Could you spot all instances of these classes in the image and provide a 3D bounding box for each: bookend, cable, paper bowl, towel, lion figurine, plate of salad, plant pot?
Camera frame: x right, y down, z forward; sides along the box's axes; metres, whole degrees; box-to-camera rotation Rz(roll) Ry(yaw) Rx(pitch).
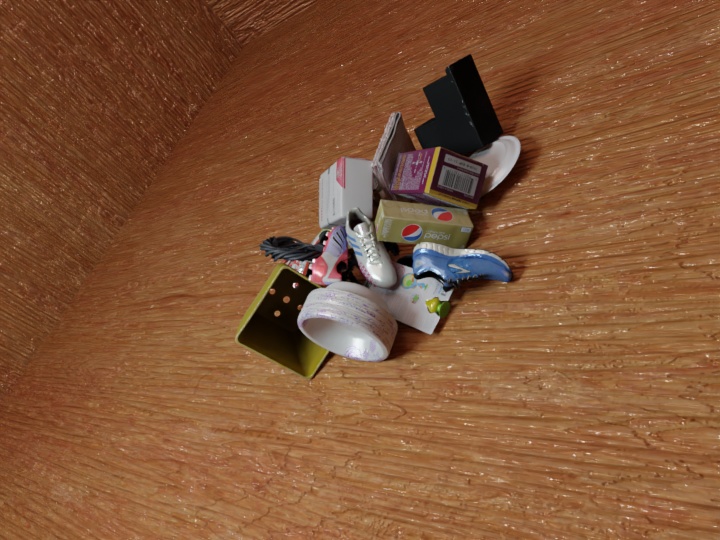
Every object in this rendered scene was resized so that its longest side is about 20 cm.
[{"bbox_3d":[0.210,-0.381,1.361,0.092,0.199,0.200,-38,17,-33],"label":"bookend"},{"bbox_3d":[-0.163,-0.044,1.350,0.200,0.163,0.051,21,111,46],"label":"cable"},{"bbox_3d":[-0.020,0.099,1.152,0.200,0.201,0.105,-6,50,42],"label":"paper bowl"},{"bbox_3d":[0.098,-0.263,1.405,0.032,0.191,0.201,0,54,29],"label":"towel"},{"bbox_3d":[0.064,-0.190,1.458,0.072,0.123,0.200,22,56,41],"label":"lion figurine"},{"bbox_3d":[0.289,-0.228,1.295,0.200,0.048,0.200,-39,27,24],"label":"plate of salad"},{"bbox_3d":[-0.161,0.096,1.303,0.200,0.200,0.176,-56,21,4],"label":"plant pot"}]

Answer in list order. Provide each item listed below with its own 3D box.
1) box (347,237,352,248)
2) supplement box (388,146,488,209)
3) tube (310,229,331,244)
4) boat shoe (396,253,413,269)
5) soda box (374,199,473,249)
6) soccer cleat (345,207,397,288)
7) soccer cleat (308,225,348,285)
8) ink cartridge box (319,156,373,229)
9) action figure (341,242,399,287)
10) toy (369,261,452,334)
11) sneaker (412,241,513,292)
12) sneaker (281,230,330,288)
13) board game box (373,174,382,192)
[{"bbox_3d":[-0.024,-0.080,1.402,0.039,0.042,0.200,-35,8,-14],"label":"box"},{"bbox_3d":[0.171,-0.205,1.263,0.200,0.130,0.104,18,94,66],"label":"supplement box"},{"bbox_3d":[-0.070,-0.112,1.522,0.200,0.058,0.052,-51,-4,10],"label":"tube"},{"bbox_3d":[0.164,-0.012,1.200,0.199,0.057,0.067,-10,48,40],"label":"boat shoe"},{"bbox_3d":[0.134,-0.099,1.204,0.068,0.199,0.064,-98,18,-49],"label":"soda box"},{"bbox_3d":[0.016,-0.051,1.212,0.070,0.086,0.200,-24,58,-8],"label":"soccer cleat"},{"bbox_3d":[-0.054,-0.032,1.241,0.076,0.067,0.200,13,35,9],"label":"soccer cleat"},{"bbox_3d":[-0.039,-0.184,1.387,0.200,0.084,0.146,171,100,-69],"label":"ink cartridge box"},{"bbox_3d":[0.000,0.000,1.298,0.200,0.102,0.119,-33,9,-9],"label":"action figure"},{"bbox_3d":[0.106,0.058,1.193,0.200,0.047,0.115,20,79,45],"label":"toy"},{"bbox_3d":[0.197,0.006,1.101,0.199,0.079,0.090,8,71,17],"label":"sneaker"},{"bbox_3d":[-0.156,-0.027,1.485,0.108,0.067,0.202,24,90,35],"label":"sneaker"},{"bbox_3d":[0.019,-0.203,1.563,0.200,0.028,0.135,-53,35,-9],"label":"board game box"}]
